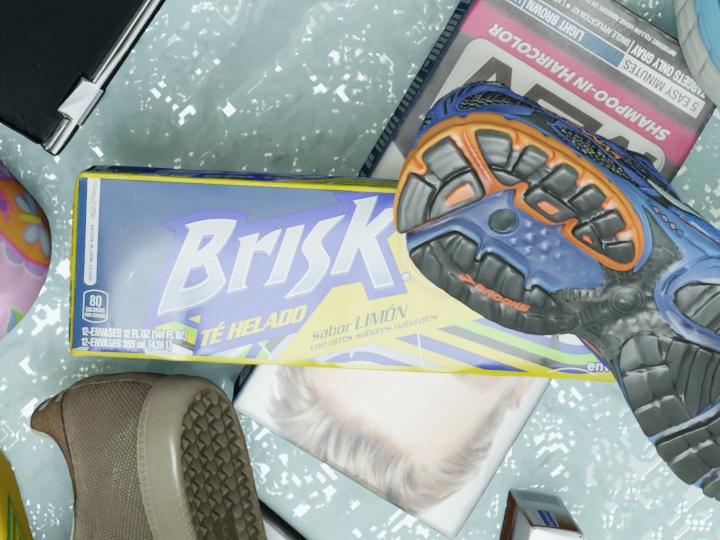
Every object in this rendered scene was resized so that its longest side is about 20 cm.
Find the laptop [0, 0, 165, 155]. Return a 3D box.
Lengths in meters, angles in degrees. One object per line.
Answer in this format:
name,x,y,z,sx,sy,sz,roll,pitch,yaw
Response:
laptop,-0.096,-0.149,0.924,0.116,0.200,0.188,35,94,-9

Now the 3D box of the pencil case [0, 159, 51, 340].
pencil case,-0.185,-0.054,0.950,0.087,0.088,0.200,-32,131,1

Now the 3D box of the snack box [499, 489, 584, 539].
snack box,0.051,0.188,1.035,0.024,0.072,0.202,10,96,-5

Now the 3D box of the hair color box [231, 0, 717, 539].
hair color box,0.044,-0.013,1.019,0.100,0.061,0.201,30,95,-5

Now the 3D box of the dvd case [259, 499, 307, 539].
dvd case,-0.075,0.189,1.057,0.142,0.018,0.200,40,94,-7

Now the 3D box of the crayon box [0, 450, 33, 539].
crayon box,-0.177,0.129,0.988,0.125,0.201,0.052,-25,136,1

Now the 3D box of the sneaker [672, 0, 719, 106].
sneaker,0.141,-0.158,0.971,0.078,0.090,0.201,-16,77,-24

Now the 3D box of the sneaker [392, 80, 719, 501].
sneaker,0.095,0.001,0.886,0.200,0.079,0.075,39,114,-22

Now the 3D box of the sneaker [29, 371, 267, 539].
sneaker,-0.073,0.132,1.018,0.075,0.070,0.202,2,106,29

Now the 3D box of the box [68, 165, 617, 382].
box,0.000,0.000,0.952,0.198,0.070,0.065,2,94,-2
